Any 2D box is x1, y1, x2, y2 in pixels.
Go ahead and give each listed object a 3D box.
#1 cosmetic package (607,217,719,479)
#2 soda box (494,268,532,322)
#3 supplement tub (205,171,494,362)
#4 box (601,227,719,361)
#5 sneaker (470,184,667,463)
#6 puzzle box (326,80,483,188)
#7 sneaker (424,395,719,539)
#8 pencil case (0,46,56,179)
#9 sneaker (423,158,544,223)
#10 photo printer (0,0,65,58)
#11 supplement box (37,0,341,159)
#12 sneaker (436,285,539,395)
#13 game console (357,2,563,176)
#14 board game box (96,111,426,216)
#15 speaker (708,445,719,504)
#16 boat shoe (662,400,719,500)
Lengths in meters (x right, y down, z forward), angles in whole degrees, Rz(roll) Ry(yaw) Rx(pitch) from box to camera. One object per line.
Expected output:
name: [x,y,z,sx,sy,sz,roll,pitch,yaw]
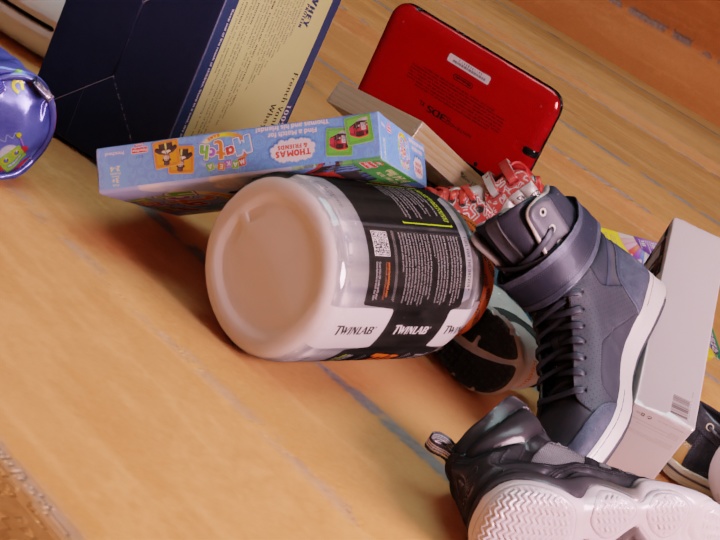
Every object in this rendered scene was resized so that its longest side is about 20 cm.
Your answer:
cosmetic package: [0.218,0.059,1.128,0.050,0.083,0.201,23,44,0]
soda box: [0.137,0.035,1.240,0.199,0.068,0.064,29,17,8]
supplement tub: [0.000,0.000,1.053,0.122,0.124,0.199,37,21,33]
box: [0.237,0.026,1.364,0.198,0.048,0.119,12,54,-36]
sneaker: [0.124,0.037,1.037,0.146,0.077,0.203,45,47,-21]
puzzle box: [0.067,-0.102,1.466,0.133,0.026,0.200,32,-4,46]
sneaker: [0.132,0.132,0.936,0.198,0.076,0.114,12,25,-33]
pencil case: [-0.287,-0.143,1.117,0.077,0.088,0.200,-27,40,-17]
sneaker: [0.092,-0.060,1.381,0.200,0.109,0.067,24,17,-8]
photo printer: [-0.265,-0.242,1.458,0.165,0.070,0.200,32,18,18]
supplement box: [-0.137,-0.189,1.267,0.134,0.202,0.199,32,19,18]
sneaker: [0.069,0.027,1.180,0.080,0.074,0.200,12,31,-50]
game console: [0.104,-0.153,1.552,0.199,0.174,0.118,33,23,17]
board game box: [-0.065,-0.072,1.085,0.197,0.037,0.151,-5,-5,14]
speaker: [0.299,0.181,1.033,0.080,0.082,0.200,22,18,-13]
boat shoe: [0.318,0.156,1.166,0.198,0.063,0.075,24,15,-13]
